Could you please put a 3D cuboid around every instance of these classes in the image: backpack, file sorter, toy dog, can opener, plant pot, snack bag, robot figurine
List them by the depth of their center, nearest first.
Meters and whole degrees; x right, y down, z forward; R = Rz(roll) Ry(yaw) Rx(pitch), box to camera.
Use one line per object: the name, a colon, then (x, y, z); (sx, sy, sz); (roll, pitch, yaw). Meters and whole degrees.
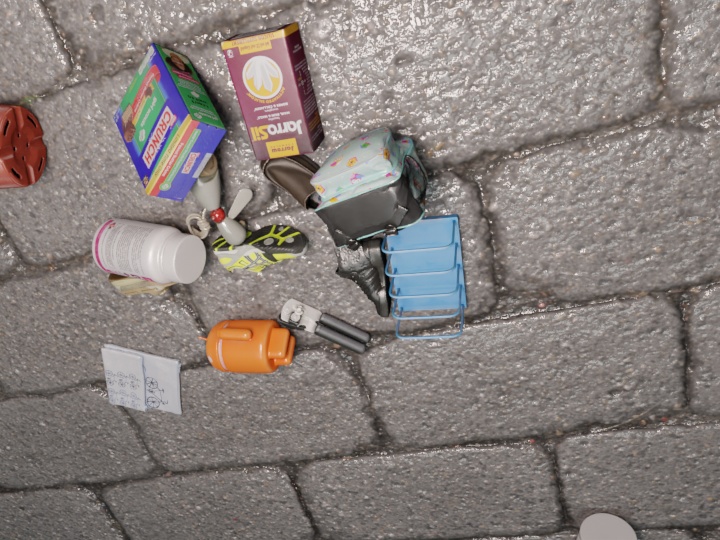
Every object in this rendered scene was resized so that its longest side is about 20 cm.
backpack: (0.021, -0.147, 0.969); (0.175, 0.200, 0.154); (-21, 108, 26)
plant pot: (-0.720, -0.232, 1.081); (0.194, 0.201, 0.201); (1, 120, 1)
file sorter: (0.120, 0.017, 1.085); (0.138, 0.123, 0.201); (-4, 119, 14)
toy dog: (-0.272, -0.153, 1.091); (0.131, 0.096, 0.200); (12, 135, 21)
can opener: (-0.078, 0.120, 1.235); (0.199, 0.053, 0.067); (23, 156, 0)
robot figurine: (-0.244, 0.164, 1.247); (0.199, 0.144, 0.117); (0, 100, 13)
snack bag: (-0.534, 0.276, 1.425); (0.199, 0.021, 0.189); (12, 121, 4)

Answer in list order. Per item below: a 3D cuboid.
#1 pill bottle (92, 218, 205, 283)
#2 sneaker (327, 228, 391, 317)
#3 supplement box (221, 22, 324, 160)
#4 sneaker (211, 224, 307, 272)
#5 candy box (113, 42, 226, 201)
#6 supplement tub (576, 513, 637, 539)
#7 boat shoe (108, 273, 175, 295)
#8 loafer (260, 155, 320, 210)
pill bottle: (-0.415, -0.036, 1.143); (0.199, 0.113, 0.114); (9, 122, 22)
sneaker: (0.000, 0.001, 1.140); (0.104, 0.060, 0.201); (-3, 114, 12)
supplement box: (-0.142, -0.298, 0.976); (0.110, 0.086, 0.201); (-6, 119, 14)
sneaker: (-0.194, -0.039, 1.154); (0.199, 0.076, 0.077); (0, 131, 21)
candy box: (-0.328, -0.249, 0.984); (0.169, 0.077, 0.200); (-47, 61, 29)
supplement tub: (0.584, 0.693, 1.373); (0.140, 0.140, 0.201); (-3, 119, 13)
boat shoe: (-0.434, 0.017, 1.231); (0.199, 0.072, 0.065); (-8, 130, 15)
loafer: (-0.094, -0.154, 1.058); (0.200, 0.071, 0.073); (27, 121, -5)
